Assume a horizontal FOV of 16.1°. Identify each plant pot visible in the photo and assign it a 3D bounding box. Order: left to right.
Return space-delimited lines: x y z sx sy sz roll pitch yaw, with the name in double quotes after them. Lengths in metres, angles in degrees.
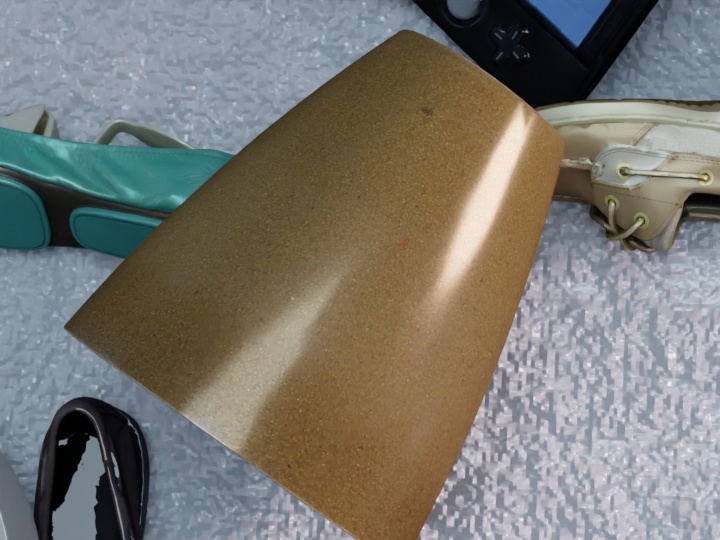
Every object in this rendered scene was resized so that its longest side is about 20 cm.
0.000 0.000 1.144 0.186 0.186 0.200 35 86 12 "plant pot"

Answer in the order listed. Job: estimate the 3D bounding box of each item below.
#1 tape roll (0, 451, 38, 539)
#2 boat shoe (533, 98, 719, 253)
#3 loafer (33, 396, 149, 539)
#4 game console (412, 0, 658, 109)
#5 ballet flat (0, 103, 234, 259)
-0.246 0.149 1.190 0.202 0.037 0.204 -2 84 19 "tape roll"
0.143 -0.043 1.206 0.199 0.074 0.067 -2 78 10 "boat shoe"
-0.130 0.157 1.188 0.071 0.063 0.201 -4 76 4 "loafer"
0.065 -0.193 1.182 0.176 0.116 0.200 47 118 22 "game console"
-0.143 -0.044 1.246 0.199 0.068 0.071 10 53 8 "ballet flat"
